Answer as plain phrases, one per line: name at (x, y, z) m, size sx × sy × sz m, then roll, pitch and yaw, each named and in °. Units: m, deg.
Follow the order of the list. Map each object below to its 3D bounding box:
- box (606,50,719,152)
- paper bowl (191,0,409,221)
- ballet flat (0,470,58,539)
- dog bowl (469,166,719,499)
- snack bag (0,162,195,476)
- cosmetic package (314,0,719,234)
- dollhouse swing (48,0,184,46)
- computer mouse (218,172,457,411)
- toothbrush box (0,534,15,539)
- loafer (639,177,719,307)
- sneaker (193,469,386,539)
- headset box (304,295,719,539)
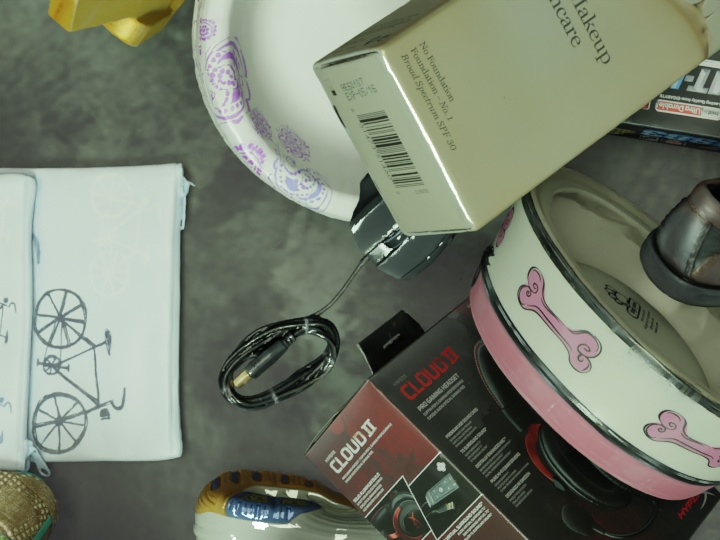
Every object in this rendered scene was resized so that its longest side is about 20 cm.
box at (0.219, -0.168, 1.000) m, size 0.200 × 0.050 × 0.199 m, roll 9°, pitch 86°, yaw 6°
paper bowl at (0.004, -0.130, 0.974) m, size 0.200 × 0.104 × 0.201 m, roll -2°, pitch 98°, yaw -12°
ballet flat at (-0.278, 0.157, 1.005) m, size 0.200 × 0.065 × 0.071 m, roll -10°, pitch 120°, yaw 6°
dog bowl at (0.143, 0.037, 0.922) m, size 0.200 × 0.200 × 0.074 m, roll 45°, pitch 113°, yaw 8°
snack bag at (-0.201, 0.029, 1.039) m, size 0.200 × 0.021 × 0.189 m, roll 0°, pitch 84°, yaw 6°
cosmetic package at (0.087, -0.113, 0.879) m, size 0.200 × 0.073 × 0.104 m, roll -37°, pitch 106°, yaw -24°
dollhouse swing at (-0.129, -0.245, 0.944) m, size 0.182 × 0.176 × 0.200 m, roll 46°, pitch 111°, yaw 16°
computer mouse at (0.000, 0.000, 0.923) m, size 0.059 × 0.034 × 0.200 m, roll 41°, pitch 90°, yaw -15°
toothbrush box at (-0.199, 0.266, 0.943) m, size 0.200 × 0.146 × 0.086 m, roll -47°, pitch 46°, yaw -1°
loafer at (0.243, -0.024, 0.927) m, size 0.200 × 0.063 × 0.072 m, roll -8°, pitch 48°, yaw -30°
sneaker at (0.003, 0.172, 0.988) m, size 0.200 × 0.075 × 0.088 m, roll 8°, pitch 103°, yaw 8°
headset box at (0.078, 0.104, 0.933) m, size 0.200 × 0.149 × 0.075 m, roll 45°, pitch 128°, yaw 9°
